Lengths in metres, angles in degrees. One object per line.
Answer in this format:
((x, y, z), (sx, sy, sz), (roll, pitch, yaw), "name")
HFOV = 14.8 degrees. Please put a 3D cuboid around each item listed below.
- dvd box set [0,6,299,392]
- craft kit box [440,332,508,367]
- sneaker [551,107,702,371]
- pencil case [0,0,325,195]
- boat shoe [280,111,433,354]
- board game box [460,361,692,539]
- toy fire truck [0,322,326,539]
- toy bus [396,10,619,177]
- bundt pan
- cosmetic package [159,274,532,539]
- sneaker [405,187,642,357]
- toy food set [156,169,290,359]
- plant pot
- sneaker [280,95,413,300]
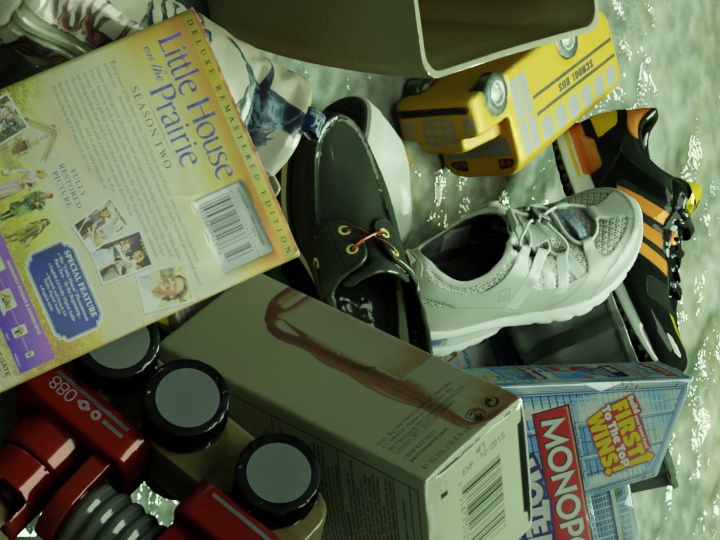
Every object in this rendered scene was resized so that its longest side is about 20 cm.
((-0.149, -0.034, 1.444), (0.200, 0.029, 0.146), (-26, 96, -18), "dvd box set")
((0.038, 0.114, 1.812), (0.198, 0.048, 0.200), (-44, 123, -50), "craft kit box")
((0.202, -0.024, 1.911), (0.070, 0.090, 0.200), (65, 4, -69), "sneaker")
((-0.117, -0.114, 1.517), (0.200, 0.078, 0.089), (32, 23, -25), "pencil case")
((0.002, 0.000, 1.640), (0.074, 0.063, 0.202), (-5, 81, -30), "boat shoe")
((0.118, 0.137, 1.742), (0.200, 0.062, 0.200), (-15, 104, -14), "board game box")
((-0.138, 0.135, 1.453), (0.200, 0.176, 0.129), (-46, 167, -23), "toy fire truck")
((0.104, -0.123, 1.901), (0.200, 0.065, 0.078), (-40, 122, -50), "toy bus")
((0.147, 0.067, 1.884), (0.202, 0.076, 0.202), (-22, 90, -88), "bundt pan")
((-0.009, 0.092, 1.544), (0.087, 0.200, 0.103), (-39, 139, -33), "cosmetic package")
((0.104, -0.010, 1.752), (0.200, 0.075, 0.082), (-26, 146, -29), "sneaker")
((-0.096, -0.026, 1.620), (0.200, 0.049, 0.198), (32, 62, -51), "toy food set")
((0.007, -0.222, 1.665), (0.200, 0.177, 0.200), (-21, 105, -53), "plant pot")
((-0.002, -0.006, 1.733), (0.085, 0.073, 0.200), (41, 54, -44), "sneaker")
